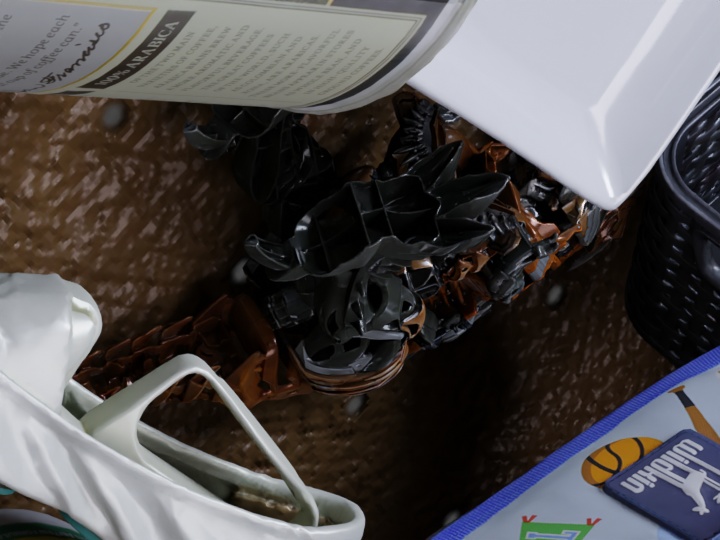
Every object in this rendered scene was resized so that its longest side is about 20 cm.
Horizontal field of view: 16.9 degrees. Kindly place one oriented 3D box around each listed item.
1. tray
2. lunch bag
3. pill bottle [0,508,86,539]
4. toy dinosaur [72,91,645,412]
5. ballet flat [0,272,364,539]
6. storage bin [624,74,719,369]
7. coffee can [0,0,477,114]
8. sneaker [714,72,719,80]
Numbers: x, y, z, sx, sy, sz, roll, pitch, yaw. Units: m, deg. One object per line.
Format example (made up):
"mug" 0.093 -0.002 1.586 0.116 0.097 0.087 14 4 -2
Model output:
"tray" 0.090 -0.122 0.681 0.107 0.022 0.200 30 97 -39
"lunch bag" 0.090 0.105 0.729 0.170 0.200 0.124 -30 90 -24
"pill bottle" -0.068 0.161 0.696 0.113 0.200 0.113 -21 126 -32
"toy dinosaur" 0.000 0.000 0.747 0.200 0.102 0.136 -44 155 -23
"ballet flat" -0.079 0.040 0.684 0.200 0.069 0.069 37 87 -25
"storage bin" 0.200 -0.030 0.812 0.200 0.135 0.094 -40 158 -21
"coffee can" -0.081 -0.112 0.565 0.200 0.146 0.146 0 113 -42
"sneaker" 0.082 -0.086 0.783 0.200 0.071 0.083 7 103 -47
